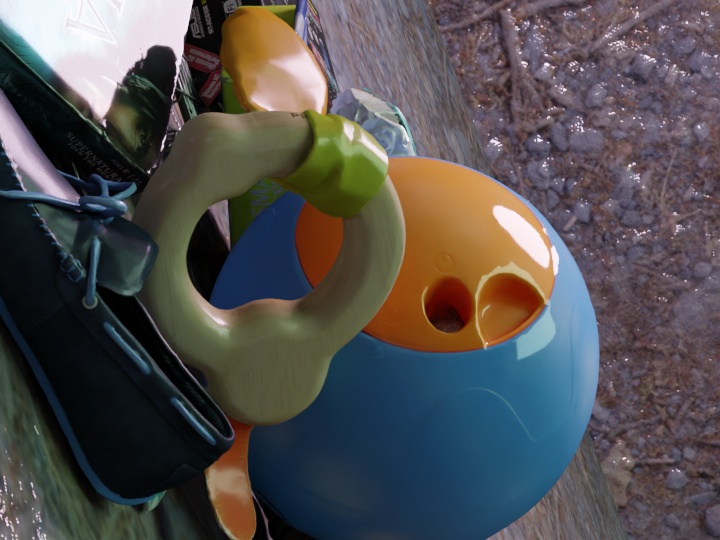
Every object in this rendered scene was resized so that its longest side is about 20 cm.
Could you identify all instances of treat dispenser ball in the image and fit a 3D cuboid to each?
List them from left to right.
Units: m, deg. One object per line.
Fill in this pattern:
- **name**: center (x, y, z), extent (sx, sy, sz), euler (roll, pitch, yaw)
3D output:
- **treat dispenser ball**: center (0.020, 0.043, 1.133), extent (0.201, 0.200, 0.202), euler (-20, 90, -81)

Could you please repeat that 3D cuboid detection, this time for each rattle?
- **rattle**: center (-0.064, 0.002, 1.037), extent (0.143, 0.129, 0.201), euler (42, -46, 43)

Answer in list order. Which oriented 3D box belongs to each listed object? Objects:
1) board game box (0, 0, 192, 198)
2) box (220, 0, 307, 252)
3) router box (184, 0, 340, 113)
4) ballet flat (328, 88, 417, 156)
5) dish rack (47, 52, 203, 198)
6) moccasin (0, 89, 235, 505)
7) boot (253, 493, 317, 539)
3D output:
- **board game box**: center (-0.127, -0.148, 1.028), extent (0.135, 0.028, 0.201), euler (43, 40, -38)
- **box**: center (-0.051, -0.059, 1.291), extent (0.122, 0.047, 0.201), euler (-89, 178, -65)
- **router box**: center (-0.069, -0.152, 1.511), extent (0.200, 0.062, 0.151), euler (54, 19, -60)
- **ballet flat**: center (0.000, 0.000, 1.256), extent (0.072, 0.071, 0.201), euler (-95, 180, -58)
- **dish rack**: center (-0.121, -0.103, 1.150), extent (0.200, 0.054, 0.154), euler (17, 56, -81)
- **moccasin**: center (-0.112, -0.001, 0.935), extent (0.081, 0.068, 0.201), euler (-91, 158, -61)
- **boot**: center (0.001, 0.200, 1.219), extent (0.131, 0.067, 0.201), euler (-106, 173, -56)
